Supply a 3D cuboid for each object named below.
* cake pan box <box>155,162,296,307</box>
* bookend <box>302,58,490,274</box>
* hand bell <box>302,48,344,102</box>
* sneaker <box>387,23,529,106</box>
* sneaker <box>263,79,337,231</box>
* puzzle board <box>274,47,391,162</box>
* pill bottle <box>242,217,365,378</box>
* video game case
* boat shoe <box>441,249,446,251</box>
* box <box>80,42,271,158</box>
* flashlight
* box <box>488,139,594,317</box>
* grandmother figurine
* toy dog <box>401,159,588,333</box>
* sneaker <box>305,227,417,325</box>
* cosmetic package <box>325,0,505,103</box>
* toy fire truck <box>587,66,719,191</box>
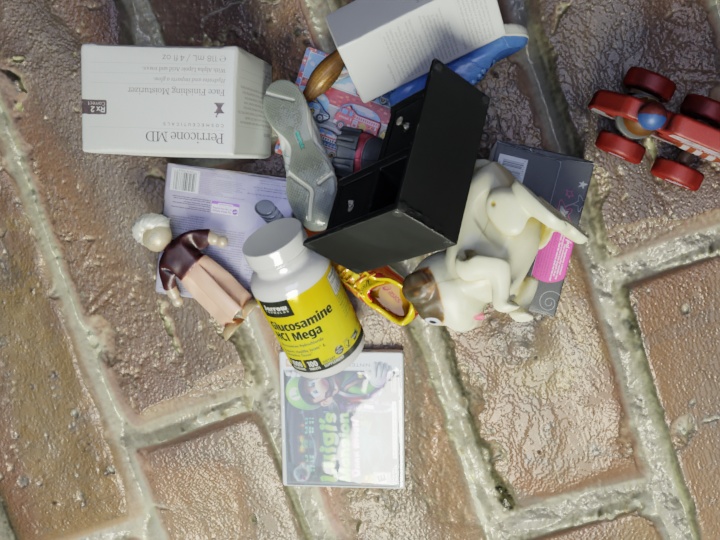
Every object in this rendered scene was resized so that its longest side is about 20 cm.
[{"bbox_3d":[-0.189,-0.049,1.185,0.197,0.052,0.187,7,96,5],"label":"cake pan box"},{"bbox_3d":[0.042,-0.118,1.021,0.092,0.198,0.202,27,66,-28],"label":"bookend"},{"bbox_3d":[-0.009,-0.303,1.112,0.104,0.104,0.200,41,105,0],"label":"hand bell"},{"bbox_3d":[0.136,-0.238,1.096,0.198,0.077,0.112,-19,81,5],"label":"sneaker"},{"bbox_3d":[-0.071,-0.152,1.123,0.070,0.080,0.203,-15,90,9],"label":"sneaker"},{"bbox_3d":[-0.005,-0.203,1.161,0.198,0.017,0.152,20,99,4],"label":"puzzle board"},{"bbox_3d":[-0.077,0.036,1.116,0.111,0.113,0.201,-20,120,9],"label":"pill bottle"},{"bbox_3d":[-0.026,0.214,1.213,0.179,0.023,0.203,0,97,7],"label":"video game case"},{"bbox_3d":[0.053,-0.083,1.141,0.198,0.072,0.066,26,95,5],"label":"boat shoe"},{"bbox_3d":[-0.230,-0.214,1.092,0.196,0.200,0.132,2,97,6],"label":"box"},{"bbox_3d":[0.064,-0.142,1.116,0.198,0.068,0.068,12,66,8],"label":"flashlight"},{"bbox_3d":[0.213,-0.059,1.104,0.131,0.115,0.202,14,98,7],"label":"box"},{"bbox_3d":[-0.227,-0.005,1.143,0.200,0.061,0.121,42,92,-2],"label":"grandmother figurine"},{"bbox_3d":[0.137,-0.018,0.996,0.194,0.139,0.201,42,103,18],"label":"toy dog"},{"bbox_3d":[0.000,0.000,1.156,0.199,0.077,0.073,32,101,3],"label":"sneaker"},{"bbox_3d":[0.068,-0.303,1.038,0.198,0.102,0.072,-24,53,7],"label":"cosmetic package"},{"bbox_3d":[0.385,-0.178,1.041,0.198,0.168,0.113,25,99,3],"label":"toy fire truck"}]
